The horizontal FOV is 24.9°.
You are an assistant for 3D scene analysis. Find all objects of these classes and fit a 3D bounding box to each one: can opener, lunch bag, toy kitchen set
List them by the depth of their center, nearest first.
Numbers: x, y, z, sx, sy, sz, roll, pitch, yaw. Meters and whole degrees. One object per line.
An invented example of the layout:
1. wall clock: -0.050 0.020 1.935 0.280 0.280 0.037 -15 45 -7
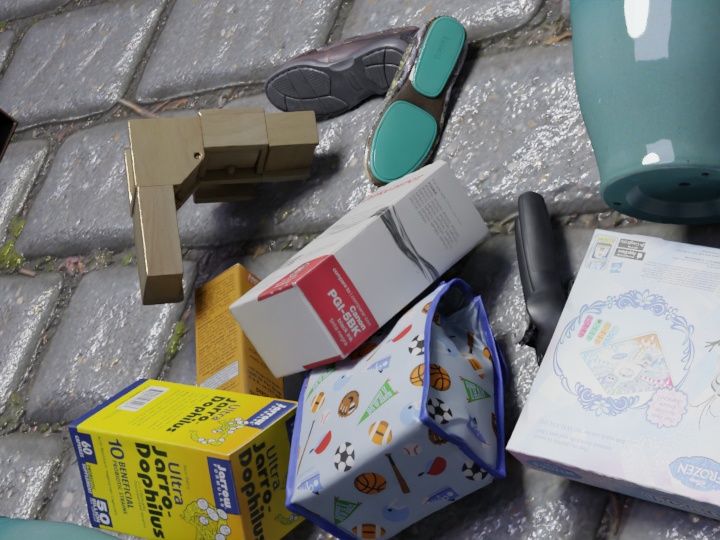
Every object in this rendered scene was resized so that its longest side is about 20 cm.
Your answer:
1. lunch bag: 0.034 0.116 1.392 0.169 0.124 0.201 -33 34 27
2. can opener: 0.160 0.011 1.413 0.201 0.078 0.064 -102 20 -49
3. toy kitchen set: -0.146 -0.053 1.738 0.163 0.198 0.182 115 148 -65

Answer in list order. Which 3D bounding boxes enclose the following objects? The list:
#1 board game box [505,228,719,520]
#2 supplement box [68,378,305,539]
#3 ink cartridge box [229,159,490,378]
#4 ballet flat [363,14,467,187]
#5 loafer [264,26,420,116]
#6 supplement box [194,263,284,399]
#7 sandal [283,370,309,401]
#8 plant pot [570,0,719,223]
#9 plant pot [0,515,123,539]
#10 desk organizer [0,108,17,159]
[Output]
1. board game box: 0.236 0.076 1.250 0.199 0.043 0.201 11 68 39
2. supplement box: -0.153 0.179 1.491 0.198 0.110 0.109 5 24 35
3. ink cartridge box: 0.000 0.000 1.469 0.200 0.083 0.146 -39 9 -28
4. ballet flat: 0.053 -0.165 1.668 0.072 0.072 0.202 4 63 48
5. loafer: -0.013 -0.220 1.784 0.198 0.072 0.063 -11 33 35
6. supplement box: -0.121 0.091 1.631 0.069 0.066 0.201 -34 41 23
7. sandal: -0.049 0.058 1.599 0.076 0.043 0.202 -27 43 30
8. plant pot: 0.264 -0.145 1.309 0.199 0.199 0.190 -12 67 41
9. plant pot: -0.269 0.325 1.504 0.186 0.200 0.202 -6 54 26
10. desk organizer: -0.565 -0.142 2.300 0.076 0.072 0.202 -5 57 42
